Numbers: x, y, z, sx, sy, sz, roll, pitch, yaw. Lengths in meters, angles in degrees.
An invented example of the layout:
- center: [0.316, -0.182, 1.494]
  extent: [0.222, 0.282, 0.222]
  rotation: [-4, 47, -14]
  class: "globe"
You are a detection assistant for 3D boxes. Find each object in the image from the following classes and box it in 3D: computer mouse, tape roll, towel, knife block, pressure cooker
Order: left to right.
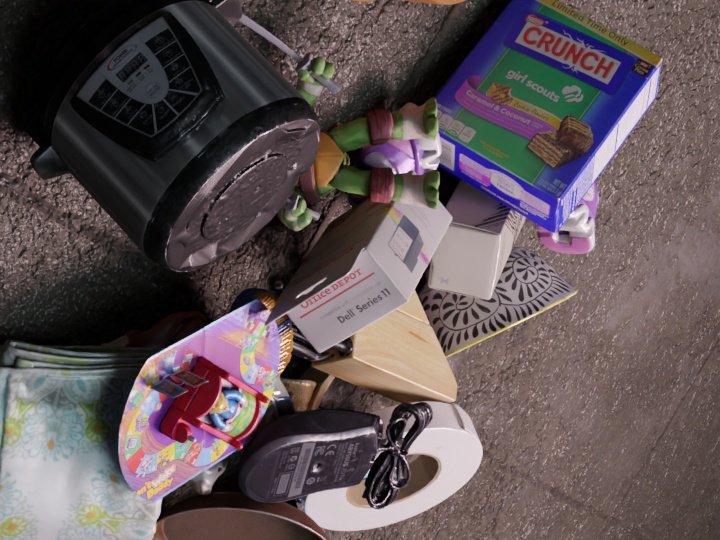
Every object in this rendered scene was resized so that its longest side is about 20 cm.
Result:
- center: [-0.246, 0.155, 1.348]
  extent: [0.170, 0.048, 0.201]
  rotation: [4, 114, -24]
  class: "towel"
- center: [-0.153, -0.120, 1.199]
  extent: [0.176, 0.200, 0.179]
  rotation: [-24, 155, -50]
  class: "pressure cooker"
- center: [-0.037, 0.176, 1.505]
  extent: [0.199, 0.053, 0.139]
  rotation: [-1, 128, -33]
  class: "computer mouse"
- center: [-0.006, 0.081, 1.556]
  extent: [0.175, 0.064, 0.201]
  rotation: [-35, 105, -44]
  class: "knife block"
- center: [0.031, 0.208, 1.639]
  extent: [0.202, 0.037, 0.203]
  rotation: [-15, 145, -11]
  class: "tape roll"

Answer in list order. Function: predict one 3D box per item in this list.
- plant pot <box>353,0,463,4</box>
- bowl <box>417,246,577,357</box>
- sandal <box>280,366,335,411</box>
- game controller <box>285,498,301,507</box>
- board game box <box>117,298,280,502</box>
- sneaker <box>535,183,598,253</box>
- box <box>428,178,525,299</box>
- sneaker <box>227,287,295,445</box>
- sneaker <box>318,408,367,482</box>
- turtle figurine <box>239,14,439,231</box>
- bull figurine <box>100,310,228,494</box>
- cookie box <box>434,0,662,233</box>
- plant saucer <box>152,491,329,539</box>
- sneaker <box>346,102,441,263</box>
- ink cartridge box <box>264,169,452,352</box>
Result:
- center: [0.044, -0.316, 1.344]
  extent: [0.200, 0.140, 0.201]
  rotation: [-31, 136, -35]
  class: "plant pot"
- center: [0.129, 0.024, 1.697]
  extent: [0.200, 0.200, 0.095]
  rotation: [-23, 87, -40]
  class: "bowl"
- center: [-0.075, 0.120, 1.588]
  extent: [0.212, 0.078, 0.070]
  rotation: [-48, 113, -27]
  class: "sandal"
- center: [-0.070, 0.274, 1.656]
  extent: [0.042, 0.105, 0.200]
  rotation: [-13, 135, 0]
  class: "game controller"
- center: [-0.125, 0.123, 1.358]
  extent: [0.200, 0.039, 0.159]
  rotation: [-29, 134, -42]
  class: "board game box"
- center: [0.222, -0.114, 1.750]
  extent: [0.089, 0.080, 0.200]
  rotation: [-61, 141, -33]
  class: "sneaker"
- center: [0.129, -0.052, 1.620]
  extent: [0.200, 0.068, 0.082]
  rotation: [-60, 160, -58]
  class: "box"
- center: [-0.115, 0.086, 1.475]
  extent: [0.075, 0.088, 0.201]
  rotation: [-28, 140, -30]
  class: "sneaker"
- center: [-0.020, 0.205, 1.682]
  extent: [0.200, 0.074, 0.082]
  rotation: [29, 88, -58]
  class: "sneaker"
- center: [-0.027, -0.110, 1.354]
  extent: [0.193, 0.144, 0.201]
  rotation: [-1, 136, -1]
  class: "turtle figurine"
- center: [-0.180, 0.130, 1.447]
  extent: [0.121, 0.065, 0.201]
  rotation: [-22, 125, -33]
  class: "bull figurine"
- center: [0.182, -0.167, 1.571]
  extent: [0.200, 0.171, 0.075]
  rotation: [-52, 162, -21]
  class: "cookie box"
- center: [-0.120, 0.274, 1.555]
  extent: [0.201, 0.199, 0.035]
  rotation: [67, 22, -48]
  class: "plant saucer"
- center: [0.026, -0.072, 1.554]
  extent: [0.088, 0.081, 0.201]
  rotation: [-22, 136, -21]
  class: "sneaker"
- center: [0.000, 0.000, 1.429]
  extent: [0.067, 0.117, 0.200]
  rotation: [50, 33, -13]
  class: "ink cartridge box"
